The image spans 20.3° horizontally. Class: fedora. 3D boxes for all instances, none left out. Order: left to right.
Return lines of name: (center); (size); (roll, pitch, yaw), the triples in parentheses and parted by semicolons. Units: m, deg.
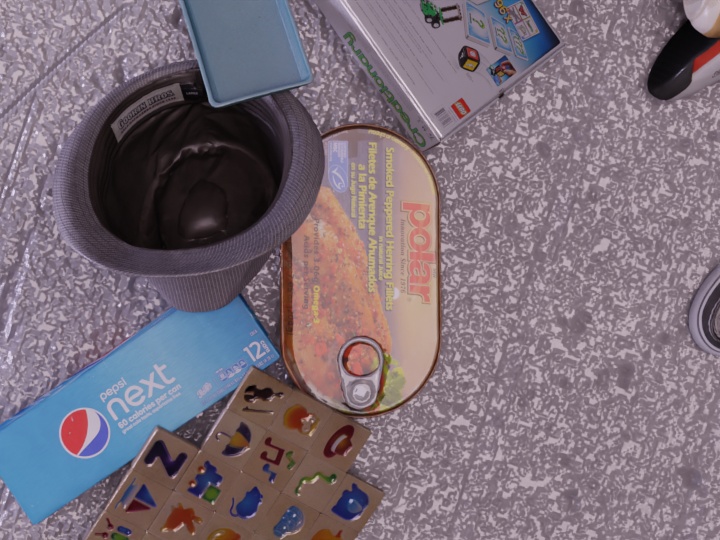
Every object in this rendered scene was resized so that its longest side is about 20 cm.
fedora: (-0.107, -0.044, 1.317); (0.176, 0.090, 0.200); (-8, 49, 1)

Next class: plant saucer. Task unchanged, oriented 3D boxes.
plant saucer: (-0.091, -0.198, 1.337); (0.070, 0.019, 0.201); (-15, 69, -7)

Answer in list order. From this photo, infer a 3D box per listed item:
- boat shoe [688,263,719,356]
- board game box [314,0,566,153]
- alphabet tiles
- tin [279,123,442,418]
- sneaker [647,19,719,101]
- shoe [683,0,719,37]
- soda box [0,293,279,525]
boat shoe: (0.322, -0.002, 1.394); (0.200, 0.066, 0.070); (-26, 94, -3)
board game box: (0.034, -0.196, 1.357); (0.126, 0.035, 0.200); (-37, 95, -25)
alphabet tiles: (-0.085, 0.169, 1.360); (0.167, 0.008, 0.200); (30, 98, -22)
tin: (0.000, 0.000, 1.383); (0.112, 0.042, 0.201); (0, 92, -1)
sneaker: (0.301, -0.163, 1.386); (0.201, 0.067, 0.108); (-44, 111, 10)
shoe: (0.223, -0.251, 1.360); (0.053, 0.070, 0.201); (3, 71, -9)
soda box: (-0.154, 0.085, 1.359); (0.200, 0.064, 0.068); (-34, 95, -3)
